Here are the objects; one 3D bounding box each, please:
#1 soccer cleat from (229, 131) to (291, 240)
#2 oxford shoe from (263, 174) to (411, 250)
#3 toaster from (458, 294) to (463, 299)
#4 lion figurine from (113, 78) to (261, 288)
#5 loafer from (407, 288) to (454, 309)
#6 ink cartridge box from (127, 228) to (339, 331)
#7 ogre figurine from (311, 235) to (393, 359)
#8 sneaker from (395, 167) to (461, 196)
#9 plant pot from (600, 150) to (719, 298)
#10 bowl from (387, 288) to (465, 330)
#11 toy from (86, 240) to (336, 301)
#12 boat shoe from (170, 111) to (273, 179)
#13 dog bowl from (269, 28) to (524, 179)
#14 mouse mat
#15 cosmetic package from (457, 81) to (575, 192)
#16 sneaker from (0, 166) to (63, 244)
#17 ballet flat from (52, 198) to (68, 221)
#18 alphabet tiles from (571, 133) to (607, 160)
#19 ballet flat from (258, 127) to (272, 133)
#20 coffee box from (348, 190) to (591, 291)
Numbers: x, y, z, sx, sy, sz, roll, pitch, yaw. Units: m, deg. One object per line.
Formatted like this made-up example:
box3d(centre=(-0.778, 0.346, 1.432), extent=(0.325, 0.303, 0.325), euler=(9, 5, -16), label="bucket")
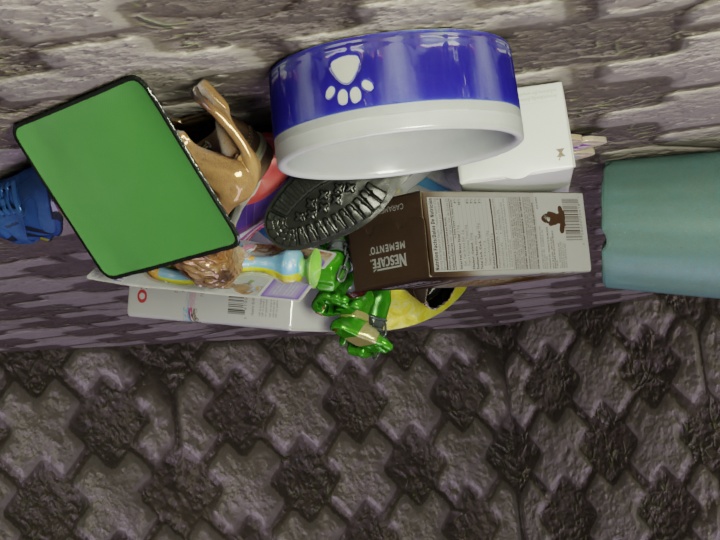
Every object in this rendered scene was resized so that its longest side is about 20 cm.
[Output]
box3d(centre=(-0.089, -0.069, 1.602), extent=(0.073, 0.068, 0.200), euler=(2, 157, -11), label="soccer cleat")
box3d(centre=(0.003, -0.083, 1.527), extent=(0.200, 0.073, 0.084), euler=(-34, 180, -2), label="oxford shoe")
box3d(centre=(0.056, -0.019, 2.121), extent=(0.200, 0.114, 0.129), euler=(-8, -161, 8), label="toaster")
box3d(centre=(-0.126, -0.063, 1.414), extent=(0.072, 0.122, 0.200), euler=(-46, 178, -32), label="lion figurine")
box3d(centre=(0.108, -0.037, 1.823), extent=(0.073, 0.071, 0.200), euler=(-1, 133, -30), label="loafer")
box3d(centre=(-0.116, -0.016, 1.777), extent=(0.200, 0.147, 0.146), euler=(4, 180, 29), label="ink cartridge box")
box3d(centre=(0.000, 0.000, 1.680), extent=(0.098, 0.120, 0.200), euler=(4, 156, 35), label="ogre figurine")
box3d(centre=(0.022, -0.088, 1.706), extent=(0.200, 0.081, 0.076), euler=(8, 169, -29), label="sneaker")
box3d(centre=(0.378, -0.053, 1.988), extent=(0.196, 0.201, 0.200), euler=(1, 175, 12), label="plant pot")
box3d(centre=(0.024, -0.037, 1.960), extent=(0.200, 0.200, 0.108), euler=(-7, 132, 7), label="bowl")
box3d(centre=(-0.132, -0.020, 1.547), extent=(0.200, 0.047, 0.115), euler=(9, -155, 13), label="toy")
box3d(centre=(-0.170, -0.107, 1.509), extent=(0.202, 0.075, 0.075), euler=(-8, 140, 37), label="boat shoe")
box3d(centre=(0.027, -0.130, 1.380), extent=(0.200, 0.079, 0.200), euler=(-7, 173, -1), label="dog bowl")
box3d(centre=(-0.195, -0.071, 1.415), extent=(0.200, 0.161, 0.008), euler=(-12, -156, 48), label="mouse mat")
box3d(centre=(0.143, -0.112, 1.625), extent=(0.107, 0.085, 0.200), euler=(-7, 173, 3), label="cosmetic package")
box3d(centre=(-0.333, -0.062, 1.677), extent=(0.078, 0.066, 0.200), euler=(0, 172, -18), label="sneaker")
box3d(centre=(-0.226, -0.073, 1.648), extent=(0.071, 0.069, 0.200), euler=(-8, -176, 43), label="ballet flat")
box3d(centre=(0.153, -0.125, 1.832), extent=(0.200, 0.015, 0.195), euler=(-1, 171, -43), label="alphabet tiles")
box3d(centre=(-0.011, -0.113, 1.614), extent=(0.200, 0.046, 0.067), euler=(-2, 174, -8), label="ballet flat")
box3d(centre=(0.100, -0.028, 1.591), extent=(0.200, 0.080, 0.114), euler=(-2, 174, -37), label="coffee box")
